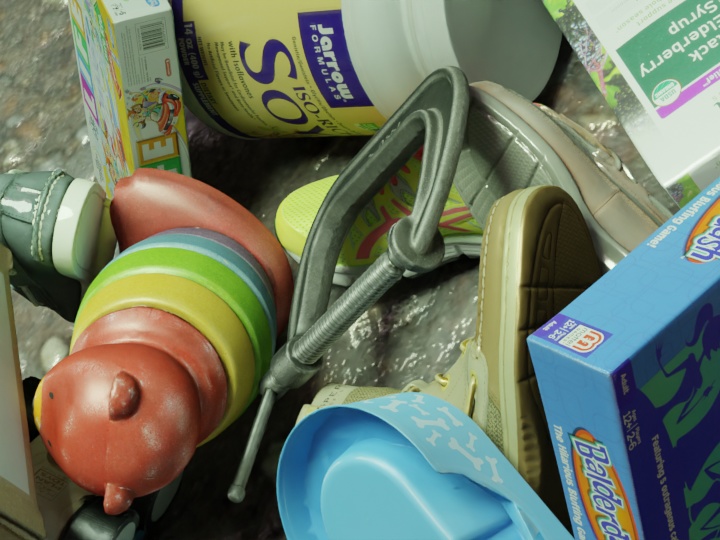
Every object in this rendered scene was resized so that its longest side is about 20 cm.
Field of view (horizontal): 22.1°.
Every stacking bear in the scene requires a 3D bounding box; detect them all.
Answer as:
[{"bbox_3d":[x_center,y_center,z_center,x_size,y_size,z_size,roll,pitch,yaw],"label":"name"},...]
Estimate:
[{"bbox_3d":[-0.106,0.046,0.952,0.113,0.122,0.200,14,26,3],"label":"stacking bear"}]

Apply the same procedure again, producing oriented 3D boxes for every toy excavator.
[{"bbox_3d":[-0.188,0.187,0.974,0.100,0.200,0.194,24,29,10],"label":"toy excavator"}]

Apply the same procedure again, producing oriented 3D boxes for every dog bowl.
[{"bbox_3d":[0.047,0.138,0.810,0.200,0.050,0.112,50,134,16],"label":"dog bowl"}]

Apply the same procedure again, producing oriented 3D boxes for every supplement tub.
[{"bbox_3d":[-0.001,-0.148,1.045,0.200,0.145,0.146,1,61,37],"label":"supplement tub"}]

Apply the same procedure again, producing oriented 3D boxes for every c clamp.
[{"bbox_3d":[0.000,0.000,0.894,0.200,0.027,0.171,-50,22,46],"label":"c clamp"}]

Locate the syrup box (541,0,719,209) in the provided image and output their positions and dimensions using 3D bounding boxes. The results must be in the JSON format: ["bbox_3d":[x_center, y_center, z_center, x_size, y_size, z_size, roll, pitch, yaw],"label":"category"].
[{"bbox_3d":[0.163,-0.105,0.941,0.079,0.081,0.200,-35,44,12],"label":"syrup box"}]

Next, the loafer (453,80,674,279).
[{"bbox_3d":[0.118,-0.017,0.884,0.063,0.072,0.200,-29,69,-35],"label":"loafer"}]

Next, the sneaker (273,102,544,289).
[{"bbox_3d":[0.035,-0.050,0.981,0.199,0.090,0.078,-8,41,29],"label":"sneaker"}]

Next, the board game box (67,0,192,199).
[{"bbox_3d":[-0.135,-0.100,1.080,0.034,0.200,0.135,-16,43,-14],"label":"board game box"}]

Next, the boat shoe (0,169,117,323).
[{"bbox_3d":[-0.176,-0.015,1.055,0.062,0.200,0.073,13,78,0],"label":"boat shoe"}]

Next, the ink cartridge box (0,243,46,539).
[{"bbox_3d":[-0.248,0.080,0.904,0.165,0.075,0.200,-33,44,15],"label":"ink cartridge box"}]

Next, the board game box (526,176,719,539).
[{"bbox_3d":[0.160,0.036,0.745,0.200,0.152,0.045,-39,40,-27],"label":"board game box"}]

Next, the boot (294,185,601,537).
[{"bbox_3d":[0.038,0.057,0.879,0.155,0.073,0.201,7,103,42],"label":"boot"}]
